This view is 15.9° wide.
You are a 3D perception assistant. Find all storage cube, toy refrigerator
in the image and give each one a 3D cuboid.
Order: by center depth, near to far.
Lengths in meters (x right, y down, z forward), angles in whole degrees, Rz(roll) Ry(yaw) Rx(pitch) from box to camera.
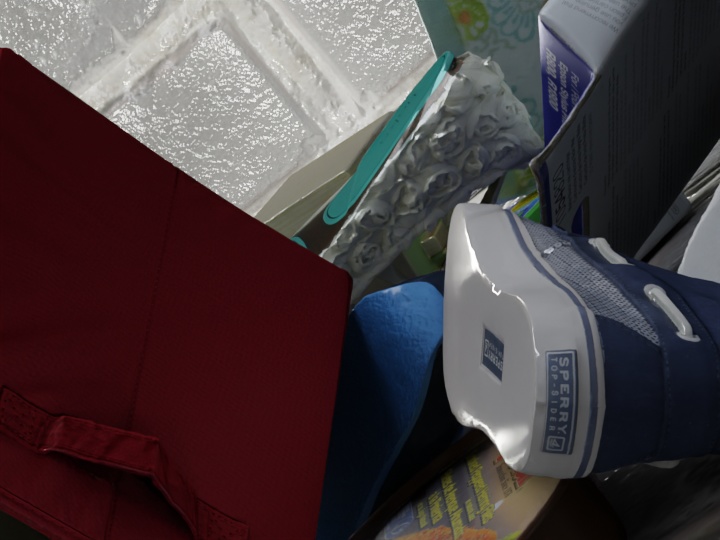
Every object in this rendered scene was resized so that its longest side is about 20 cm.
[{"bbox_3d":[-0.124,0.064,0.919,0.200,0.171,0.180,-36,32,38],"label":"storage cube"},{"bbox_3d":[0.002,-0.016,1.189,0.070,0.076,0.200,-33,5,11],"label":"toy refrigerator"}]

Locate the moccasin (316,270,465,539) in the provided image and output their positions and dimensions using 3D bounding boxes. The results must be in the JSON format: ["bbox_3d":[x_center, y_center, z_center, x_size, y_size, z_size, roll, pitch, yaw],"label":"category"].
[{"bbox_3d":[0.013,0.069,1.013,0.068,0.081,0.200,-18,-19,-33],"label":"moccasin"}]

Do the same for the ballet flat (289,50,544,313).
[{"bbox_3d":[0.000,0.000,1.054,0.200,0.072,0.072,-48,5,10],"label":"ballet flat"}]

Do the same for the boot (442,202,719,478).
[{"bbox_3d":[0.081,0.025,0.838,0.090,0.073,0.200,2,14,-8],"label":"boot"}]

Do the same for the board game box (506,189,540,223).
[{"bbox_3d":[0.027,0.028,1.266,0.135,0.029,0.200,-46,7,-37],"label":"board game box"}]

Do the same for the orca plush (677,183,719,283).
[{"bbox_3d":[0.184,-0.049,0.830,0.071,0.105,0.201,6,-60,-42],"label":"orca plush"}]

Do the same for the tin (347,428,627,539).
[{"bbox_3d":[0.035,0.100,0.868,0.112,0.042,0.200,-44,6,5],"label":"tin"}]

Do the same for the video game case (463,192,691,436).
[{"bbox_3d":[0.056,0.037,1.259,0.182,0.023,0.200,-44,7,-22],"label":"video game case"}]

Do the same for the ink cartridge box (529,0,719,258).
[{"bbox_3d":[0.111,-0.076,1.041,0.200,0.040,0.200,-54,-20,-21],"label":"ink cartridge box"}]

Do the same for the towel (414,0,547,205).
[{"bbox_3d":[0.114,-0.131,1.208,0.170,0.200,0.048,-18,43,5],"label":"towel"}]
